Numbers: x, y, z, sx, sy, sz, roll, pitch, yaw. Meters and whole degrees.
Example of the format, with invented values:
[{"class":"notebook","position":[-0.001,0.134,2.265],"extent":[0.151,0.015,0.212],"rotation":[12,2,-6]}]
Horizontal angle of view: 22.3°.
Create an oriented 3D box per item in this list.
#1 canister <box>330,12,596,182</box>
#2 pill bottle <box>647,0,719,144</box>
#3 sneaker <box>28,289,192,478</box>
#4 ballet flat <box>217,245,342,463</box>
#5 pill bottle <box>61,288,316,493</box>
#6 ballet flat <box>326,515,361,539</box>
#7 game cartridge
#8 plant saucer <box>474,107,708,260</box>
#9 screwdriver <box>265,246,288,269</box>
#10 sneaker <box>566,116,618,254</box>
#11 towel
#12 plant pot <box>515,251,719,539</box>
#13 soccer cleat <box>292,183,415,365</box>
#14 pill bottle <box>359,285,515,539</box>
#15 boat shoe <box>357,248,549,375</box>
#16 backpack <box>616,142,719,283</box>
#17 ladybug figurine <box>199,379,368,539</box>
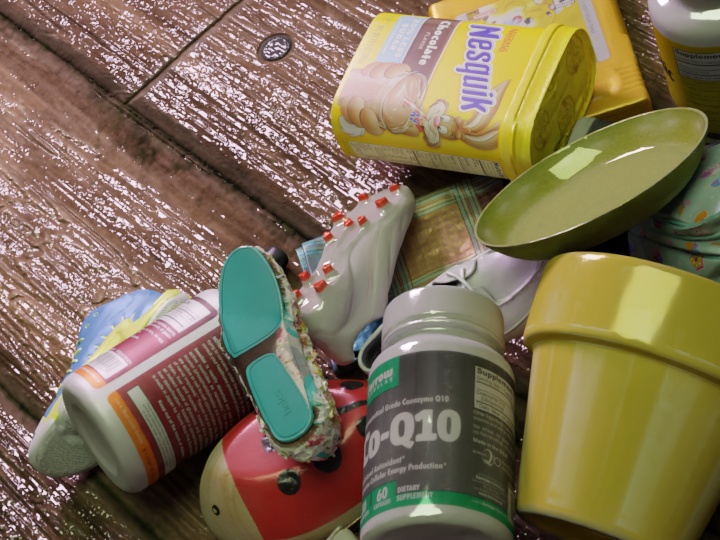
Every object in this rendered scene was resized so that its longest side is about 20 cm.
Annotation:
[{"class":"canister","position":[0.089,-0.154,1.616],"extent":[0.199,0.087,0.149],"rotation":[10,60,28]},{"class":"pill bottle","position":[0.301,-0.206,1.528],"extent":[0.111,0.200,0.112],"rotation":[-11,51,13]},{"class":"sneaker","position":[-0.225,0.094,1.607],"extent":[0.200,0.076,0.105],"rotation":[-45,33,-14]},{"class":"ballet flat","position":[-0.065,0.072,1.452],"extent":[0.075,0.064,0.201],"rotation":[-28,54,14]},{"class":"pill bottle","position":[-0.139,0.088,1.526],"extent":[0.200,0.113,0.113],"rotation":[-32,48,-20]},{"class":"ballet flat","position":[0.012,0.207,1.416],"extent":[0.200,0.065,0.070],"rotation":[-40,50,-10]},{"class":"game cartridge","position":[0.162,-0.197,1.688],"extent":[0.175,0.032,0.201],"rotation":[-18,49,8]},{"class":"plant saucer","position":[0.183,-0.062,1.414],"extent":[0.199,0.031,0.200],"rotation":[-27,17,9]},{"class":"screwdriver","position":[-0.125,0.061,1.615],"extent":[0.028,0.029,0.200],"rotation":[22,70,33]},{"class":"sneaker","position":[0.212,-0.043,1.521],"extent":[0.106,0.075,0.201],"rotation":[7,61,23]},{"class":"towel","position":[0.049,-0.004,1.593],"extent":[0.199,0.022,0.147],"rotation":[-23,50,4]},{"class":"plant pot","position":[0.202,0.111,1.344],"extent":[0.200,0.201,0.190],"rotation":[13,76,29]},{"class":"soccer cleat","position":[0.000,0.000,1.558],"extent":[0.069,0.078,0.200],"rotation":[-15,27,36]},{"class":"pill bottle","position":[0.059,0.120,1.356],"extent":[0.113,0.113,0.201],"rotation":[-8,54,16]},{"class":"boat shoe","position":[0.080,0.028,1.479],"extent":[0.200,0.068,0.072],"rotation":[-33,59,25]},{"class":"backpack","position":[0.293,-0.030,1.407],"extent":[0.167,0.127,0.200],"rotation":[-42,19,-7]},{"class":"ladybug figurine","position":[-0.044,0.149,1.478],"extent":[0.199,0.072,0.136],"rotation":[-27,49,0]}]
